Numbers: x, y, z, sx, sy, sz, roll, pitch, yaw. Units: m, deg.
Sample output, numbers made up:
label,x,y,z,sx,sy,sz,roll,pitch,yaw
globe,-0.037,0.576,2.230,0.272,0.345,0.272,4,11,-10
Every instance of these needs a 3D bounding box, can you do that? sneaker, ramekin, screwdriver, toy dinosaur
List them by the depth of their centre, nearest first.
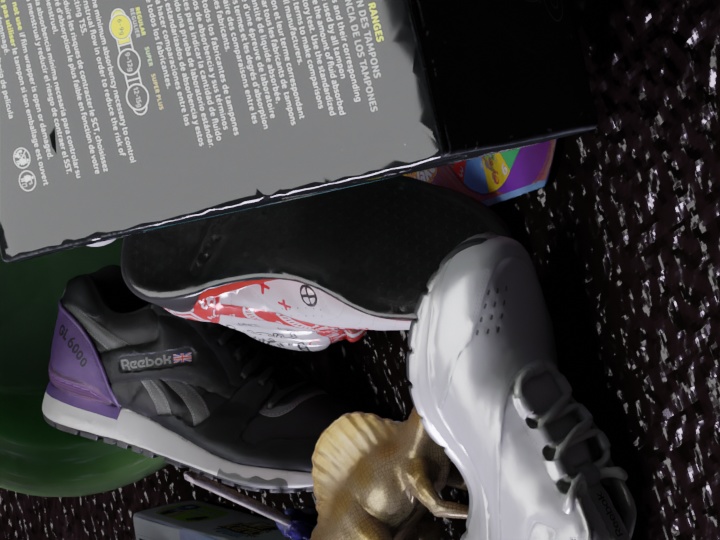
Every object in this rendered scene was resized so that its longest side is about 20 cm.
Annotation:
label,x,y,z,sx,sy,sz,roll,pitch,yaw
sneaker,0.078,0.081,1.128,0.087,0.074,0.201,5,111,51
toy dinosaur,0.010,0.117,1.230,0.101,0.058,0.200,43,110,17
sneaker,0.000,-0.001,1.243,0.201,0.108,0.068,0,79,29
screwdriver,-0.043,0.113,1.278,0.029,0.200,0.028,36,90,31
sneaker,-0.071,0.049,1.325,0.199,0.076,0.088,13,104,26
ramekin,-0.160,0.009,1.430,0.098,0.199,0.201,-135,41,-61

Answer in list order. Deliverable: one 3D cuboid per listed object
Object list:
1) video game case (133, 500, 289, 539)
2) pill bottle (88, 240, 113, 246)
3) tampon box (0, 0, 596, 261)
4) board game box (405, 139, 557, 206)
label,x,y,z,sx,sy,sz,roll,pitch,yaw
video game case,-0.058,0.234,1.477,0.181,0.045,0.201,4,104,65
pill bottle,-0.162,-0.112,1.268,0.200,0.113,0.112,41,150,-2
tampon box,-0.034,-0.092,1.062,0.199,0.150,0.127,-12,92,27
board game box,0.021,-0.101,1.183,0.200,0.039,0.159,-18,84,65
